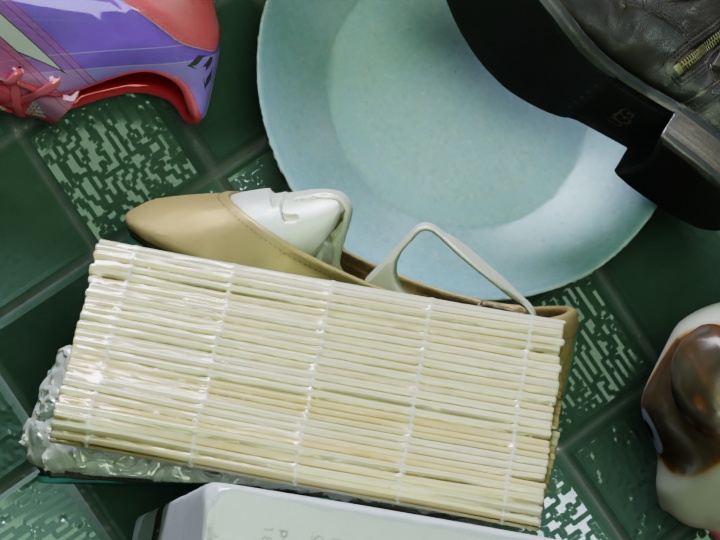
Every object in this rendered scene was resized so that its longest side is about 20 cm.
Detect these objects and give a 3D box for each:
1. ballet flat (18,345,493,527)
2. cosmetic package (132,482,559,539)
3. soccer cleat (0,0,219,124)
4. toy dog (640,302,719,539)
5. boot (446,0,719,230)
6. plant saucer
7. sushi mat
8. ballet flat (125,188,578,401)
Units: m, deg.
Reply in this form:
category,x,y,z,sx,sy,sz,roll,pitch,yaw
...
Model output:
category,x,y,z,sx,sy,sz,roll,pitch,yaw
ballet flat,-0.037,0.066,1.023,0.198,0.072,0.072,8,78,-6
cosmetic package,-0.009,0.181,0.988,0.164,0.200,0.166,10,78,-11
soccer cleat,-0.157,-0.098,1.077,0.198,0.068,0.074,-2,85,-16
toy dog,0.217,0.080,1.083,0.199,0.140,0.195,17,107,10
boot,0.143,-0.133,1.117,0.200,0.069,0.175,42,66,-14
plant saucer,0.047,-0.083,1.134,0.199,0.039,0.203,3,79,-13
sushi mat,-0.017,0.044,1.004,0.198,0.012,0.096,10,55,-2
ballet flat,0.000,0.000,1.064,0.199,0.069,0.063,25,102,-2
